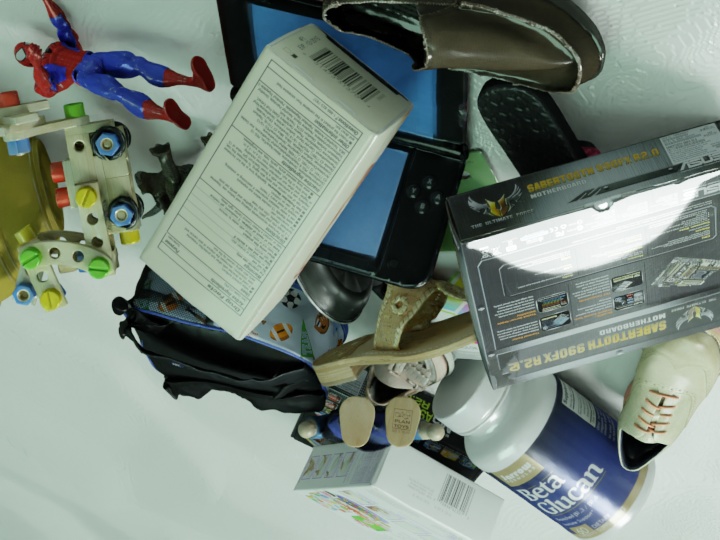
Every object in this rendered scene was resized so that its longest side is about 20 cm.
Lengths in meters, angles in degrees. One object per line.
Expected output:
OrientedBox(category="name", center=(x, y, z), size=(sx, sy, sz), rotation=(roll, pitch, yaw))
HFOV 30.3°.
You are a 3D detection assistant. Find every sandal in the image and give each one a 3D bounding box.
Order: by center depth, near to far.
OrientedBox(category="sandal", center=(0.153, -0.071, 0.967), size=(0.075, 0.045, 0.201), rotation=(-6, 131, 39))
OrientedBox(category="sandal", center=(0.031, 0.034, 1.069), size=(0.211, 0.078, 0.070), rotation=(-21, 100, 39))

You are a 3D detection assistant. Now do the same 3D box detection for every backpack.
OrientedBox(category="backpack", center=(-0.106, 0.050, 1.233), size=(0.189, 0.155, 0.200), rotation=(20, 162, 14))

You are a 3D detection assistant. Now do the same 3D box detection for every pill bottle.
OrientedBox(category="pill bottle", center=(0.166, 0.156, 1.229), size=(0.199, 0.112, 0.111), rotation=(36, 148, -17))

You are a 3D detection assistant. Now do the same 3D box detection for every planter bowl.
OrientedBox(category="planter bowl", center=(-0.327, -0.069, 1.239), size=(0.083, 0.202, 0.201), rotation=(-14, 145, -4))

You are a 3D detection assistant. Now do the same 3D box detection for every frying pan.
OrientedBox(category="frying pan", center=(-0.002, 0.012, 1.143), size=(0.031, 0.116, 0.190), rotation=(-24, 127, 28))

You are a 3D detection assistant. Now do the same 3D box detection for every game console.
OrientedBox(category="game console", center=(-0.028, -0.098, 0.992), size=(0.198, 0.174, 0.119), rotation=(16, 175, 17))

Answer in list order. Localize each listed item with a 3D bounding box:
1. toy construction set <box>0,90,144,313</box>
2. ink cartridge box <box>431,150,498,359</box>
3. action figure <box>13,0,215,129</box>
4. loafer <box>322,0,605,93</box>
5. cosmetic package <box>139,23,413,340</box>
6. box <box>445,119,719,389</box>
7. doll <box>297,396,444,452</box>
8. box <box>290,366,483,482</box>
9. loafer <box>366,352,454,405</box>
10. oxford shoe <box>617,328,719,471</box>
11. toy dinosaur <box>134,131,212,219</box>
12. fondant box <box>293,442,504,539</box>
OrientedBox(category="toy construction set", center=(-0.258, -0.067, 1.145), size=(0.130, 0.092, 0.202), rotation=(-9, 117, -1))
OrientedBox(category="ink cartridge box", center=(0.088, -0.006, 1.093), size=(0.103, 0.060, 0.200), rotation=(1, 141, 37))
OrientedBox(category="action figure", center=(-0.218, -0.173, 1.045), size=(0.199, 0.066, 0.099), rotation=(15, 153, 36))
OrientedBox(category="loafer", center=(0.062, -0.154, 0.877), size=(0.198, 0.072, 0.073), rotation=(19, 149, 12))
OrientedBox(category="cosmetic package", center=(-0.062, -0.063, 0.960), size=(0.103, 0.087, 0.200), rotation=(39, 119, 3))
OrientedBox(category="box", center=(0.171, -0.007, 0.934), size=(0.198, 0.049, 0.159), rotation=(-16, 135, 2))
OrientedBox(category="doll", center=(0.011, 0.142, 1.216), size=(0.135, 0.049, 0.200), rotation=(2, 173, -7))
OrientedBox(category="box", center=(0.034, 0.175, 1.421), size=(0.199, 0.045, 0.161), rotation=(26, 149, 0))
OrientedBox(category="loafer", center=(0.039, 0.089, 1.212), size=(0.072, 0.063, 0.200), rotation=(44, 170, 8))
OrientedBox(category="oxford shoe", center=(0.260, 0.108, 1.123), size=(0.070, 0.074, 0.201), rotation=(18, 148, 12))
OrientedBox(category="toy dinosaur", center=(-0.136, -0.049, 1.136), size=(0.200, 0.076, 0.103), rotation=(-126, 21, -45))
OrientedBox(category="fondant box", center=(0.036, 0.234, 1.381), size=(0.144, 0.059, 0.200), rotation=(31, 158, -17))
